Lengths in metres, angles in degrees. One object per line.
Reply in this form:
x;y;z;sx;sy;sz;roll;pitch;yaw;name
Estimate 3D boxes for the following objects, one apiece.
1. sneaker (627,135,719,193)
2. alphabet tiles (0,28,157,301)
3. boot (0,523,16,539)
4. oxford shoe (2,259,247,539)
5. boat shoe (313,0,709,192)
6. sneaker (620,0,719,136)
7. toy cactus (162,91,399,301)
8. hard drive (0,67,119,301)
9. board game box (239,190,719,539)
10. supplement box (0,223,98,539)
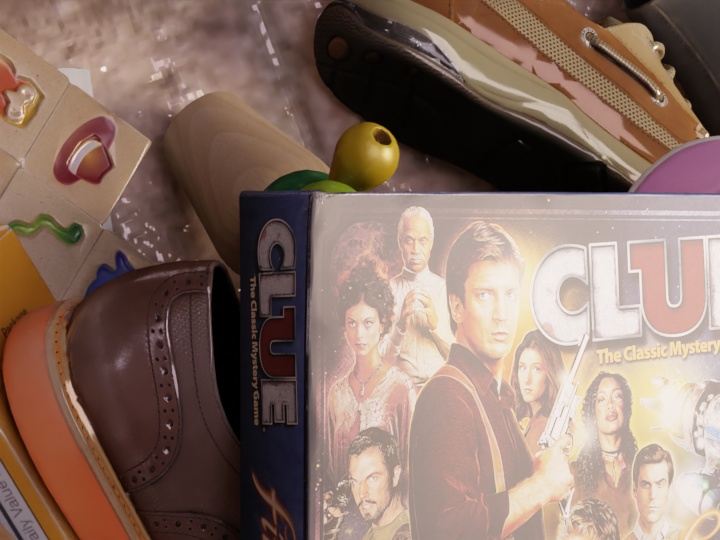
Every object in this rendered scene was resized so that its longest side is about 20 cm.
0.154;0.046;0.924;0.080;0.088;0.200;-36;87;-2;sneaker
-0.150;0.011;0.873;0.167;0.008;0.200;36;66;-16;alphabet tiles
-0.176;0.101;0.800;0.201;0.144;0.071;44;38;-15;boot
-0.019;0.086;0.812;0.200;0.073;0.071;57;24;-21;oxford shoe
0.080;-0.055;0.995;0.200;0.076;0.074;34;64;-19;boat shoe
0.184;-0.123;1.051;0.200;0.075;0.106;-49;113;-24;sneaker
0.000;0.000;0.910;0.102;0.200;0.165;-44;62;5;toy cactus
-0.133;0.040;0.895;0.132;0.026;0.201;-5;82;-28;hard drive
0.058;0.045;0.808;0.200;0.035;0.136;-1;91;-35;board game box
-0.088;0.091;0.838;0.200;0.069;0.067;63;21;-12;supplement box
